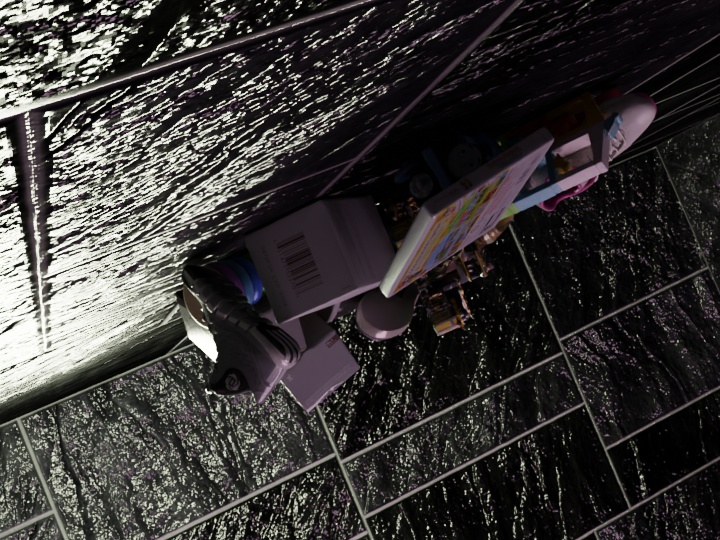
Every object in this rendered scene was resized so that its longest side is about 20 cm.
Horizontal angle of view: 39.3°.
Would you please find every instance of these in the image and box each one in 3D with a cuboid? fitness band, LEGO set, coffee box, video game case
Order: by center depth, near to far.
[{"bbox_3d":[0.114,-0.062,1.128,0.181,0.023,0.200,-33,166,-25],"label":"video game case"},{"bbox_3d":[0.117,-0.027,1.339,0.115,0.202,0.154,-24,-162,5],"label":"LEGO set"},{"bbox_3d":[0.284,-0.200,1.402,0.142,0.038,0.200,-23,179,-16],"label":"fitness band"},{"bbox_3d":[-0.174,0.070,1.431,0.112,0.081,0.200,-24,-156,-22],"label":"coffee box"}]

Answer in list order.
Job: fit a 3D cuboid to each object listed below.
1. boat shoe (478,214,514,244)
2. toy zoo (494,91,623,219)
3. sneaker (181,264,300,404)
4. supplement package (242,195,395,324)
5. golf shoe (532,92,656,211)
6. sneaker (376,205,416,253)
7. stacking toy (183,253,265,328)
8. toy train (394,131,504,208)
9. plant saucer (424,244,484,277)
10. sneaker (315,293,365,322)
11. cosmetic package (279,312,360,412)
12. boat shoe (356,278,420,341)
[{"bbox_3d":[0.193,-0.103,1.369,0.075,0.072,0.201,-19,-157,22],"label":"boat shoe"},{"bbox_3d":[0.237,-0.147,1.266,0.199,0.132,0.020,-26,132,27],"label":"toy zoo"},{"bbox_3d":[-0.170,0.086,1.208,0.075,0.200,0.116,12,113,-56],"label":"sneaker"},{"bbox_3d":[-0.042,-0.018,1.269,0.116,0.118,0.200,-24,177,19],"label":"supplement package"},{"bbox_3d":[0.295,-0.146,1.283,0.199,0.075,0.092,-35,-145,19],"label":"golf shoe"},{"bbox_3d":[0.069,-0.067,1.442,0.114,0.077,0.199,-31,150,16],"label":"sneaker"},{"bbox_3d":[-0.143,0.007,1.364,0.085,0.086,0.199,-26,-178,42],"label":"stacking toy"},{"bbox_3d":[0.114,-0.112,1.193,0.114,0.087,0.200,-34,173,16],"label":"toy train"},{"bbox_3d":[0.133,-0.053,1.586,0.199,0.035,0.201,-25,-151,15],"label":"plant saucer"},{"bbox_3d":[0.000,0.000,1.458,0.098,0.071,0.200,-23,160,-31],"label":"sneaker"},{"bbox_3d":[-0.095,0.112,1.486,0.107,0.091,0.200,-38,-148,-7],"label":"cosmetic package"},{"bbox_3d":[0.028,0.071,1.398,0.093,0.074,0.200,-59,173,26],"label":"boat shoe"}]
